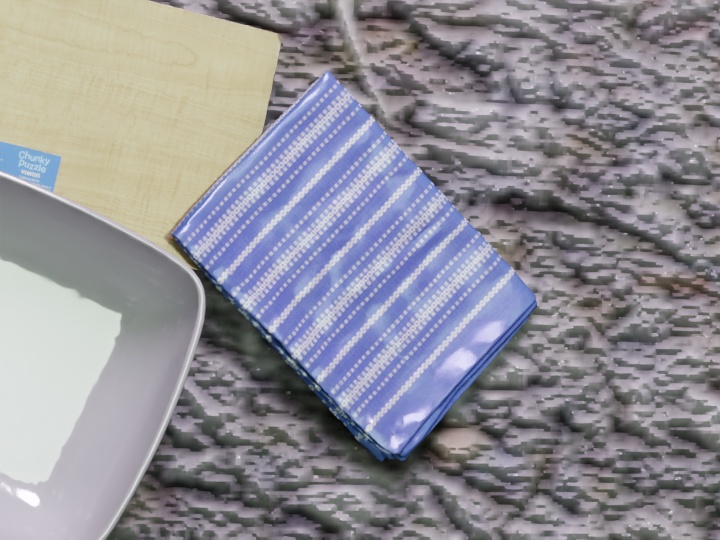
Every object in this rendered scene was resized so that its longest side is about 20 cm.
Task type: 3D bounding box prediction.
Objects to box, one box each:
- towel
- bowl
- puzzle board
[{"bbox_3d":[0.000,0.000,1.596,0.200,0.024,0.145,47,76,-13],"label":"towel"},{"bbox_3d":[-0.208,0.053,1.520,0.199,0.075,0.200,25,85,-12],"label":"bowl"},{"bbox_3d":[-0.158,-0.091,1.573,0.200,0.017,0.151,13,86,-13],"label":"puzzle board"}]
